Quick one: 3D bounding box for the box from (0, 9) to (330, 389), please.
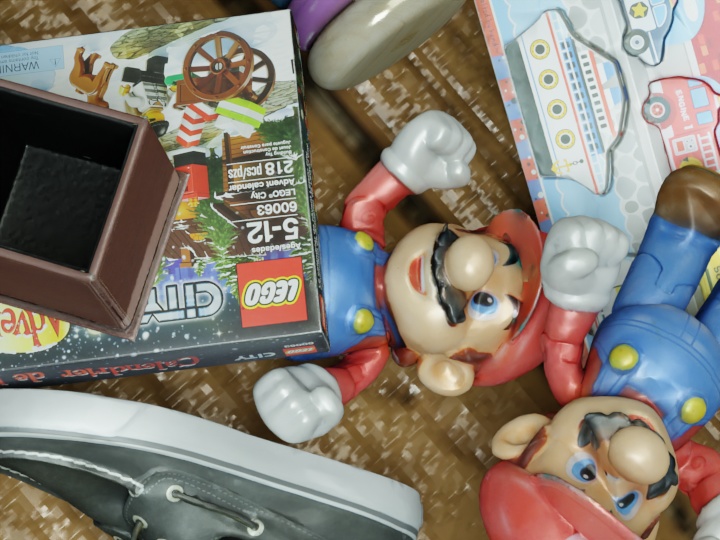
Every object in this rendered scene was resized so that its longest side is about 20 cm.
[{"bbox_3d":[-0.118,-0.025,1.036,0.200,0.038,0.137,-7,74,3],"label":"box"}]

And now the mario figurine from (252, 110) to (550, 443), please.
[{"bbox_3d":[0.000,0.000,1.076,0.200,0.106,0.124,1,108,-13],"label":"mario figurine"}]

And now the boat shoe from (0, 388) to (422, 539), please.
[{"bbox_3d":[-0.068,0.096,1.047,0.200,0.069,0.057,16,69,-18],"label":"boat shoe"}]

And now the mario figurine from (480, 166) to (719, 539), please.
[{"bbox_3d":[0.123,0.050,1.034,0.123,0.106,0.200,17,58,27],"label":"mario figurine"}]

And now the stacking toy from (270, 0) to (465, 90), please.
[{"bbox_3d":[-0.039,-0.181,1.138,0.085,0.085,0.200,-33,84,-26],"label":"stacking toy"}]

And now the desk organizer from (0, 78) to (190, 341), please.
[{"bbox_3d":[-0.175,-0.042,0.986,0.200,0.077,0.072,16,77,9],"label":"desk organizer"}]

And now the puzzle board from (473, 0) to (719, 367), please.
[{"bbox_3d":[0.146,-0.054,1.131,0.151,0.017,0.200,-16,93,13],"label":"puzzle board"}]

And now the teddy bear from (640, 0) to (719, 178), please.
[{"bbox_3d":[0.198,-0.094,1.172,0.145,0.067,0.200,2,105,-24],"label":"teddy bear"}]
